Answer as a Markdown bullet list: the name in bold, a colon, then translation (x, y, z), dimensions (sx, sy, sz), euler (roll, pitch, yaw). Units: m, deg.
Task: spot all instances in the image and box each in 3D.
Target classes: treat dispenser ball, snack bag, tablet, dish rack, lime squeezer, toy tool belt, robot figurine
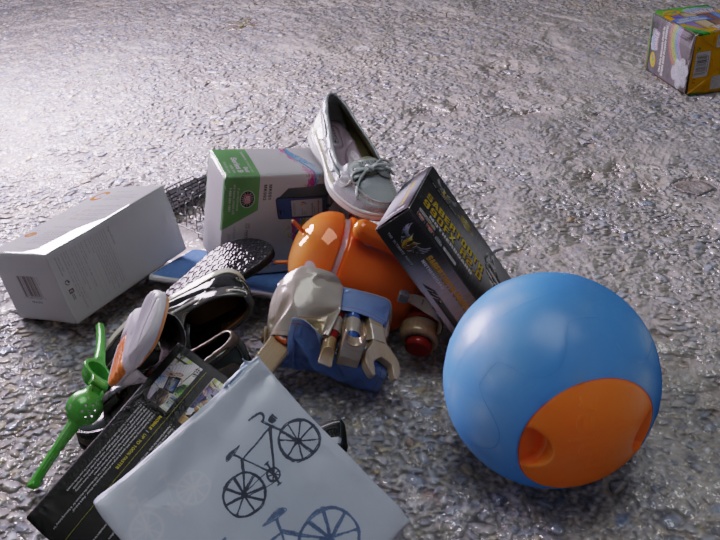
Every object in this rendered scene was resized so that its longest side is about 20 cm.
- **treat dispenser ball**: translation (0.178, 0.102, 0.808), dimensions (0.200, 0.202, 0.201), euler (-2, 33, 1)
- **snack bag**: translation (-0.090, 0.201, 0.701), dimensions (0.188, 0.021, 0.200), euler (-42, 85, -21)
- **tablet**: translation (-0.161, 0.005, 1.133), dimensions (0.199, 0.014, 0.130), euler (8, 19, 15)
- **dish rack**: translation (-0.223, -0.110, 1.302), dimensions (0.199, 0.055, 0.153), euler (23, 40, 34)
- **lime squeezer**: translation (-0.283, 0.128, 0.892), dimensions (0.038, 0.071, 0.201), euler (25, 49, -18)
- **toy tool belt**: translation (-0.013, 0.086, 0.940), dimensions (0.199, 0.125, 0.123), euler (15, 52, -3)
- **robot figurine**: translation (-0.001, 0.001, 1.024), dimensions (0.199, 0.117, 0.144), euler (20, 1, -11)

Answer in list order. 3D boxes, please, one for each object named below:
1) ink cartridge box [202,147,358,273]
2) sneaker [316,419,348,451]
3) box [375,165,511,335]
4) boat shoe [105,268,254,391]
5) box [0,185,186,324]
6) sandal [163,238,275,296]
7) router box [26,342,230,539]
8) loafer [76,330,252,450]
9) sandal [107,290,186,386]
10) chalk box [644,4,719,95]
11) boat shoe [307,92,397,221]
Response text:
- **ink cartridge box**: translation (-0.097, -0.080, 1.131), dimensions (0.199, 0.146, 0.088), euler (-5, 33, -25)
- **sneaker**: translation (-0.112, 0.159, 0.825), dimensions (0.199, 0.080, 0.087), euler (-7, 63, -9)
- **box**: translation (0.108, -0.006, 0.975), dimensions (0.048, 0.200, 0.158), euler (-31, 11, 24)
- **boat shoe**: translation (-0.208, 0.073, 0.959), dimensions (0.200, 0.072, 0.068), euler (-34, 37, -5)
- **box**: translation (-0.348, -0.025, 1.116), dimensions (0.124, 0.098, 0.200), euler (2, 30, 37)
- **sandal**: translation (-0.188, 0.029, 1.031), dimensions (0.200, 0.045, 0.075), euler (-36, 40, -9)
- **router box**: translation (-0.166, 0.184, 0.753), dimensions (0.149, 0.051, 0.200), euler (31, 69, 23)
- **loafer**: translation (-0.212, 0.120, 0.910), dimensions (0.199, 0.063, 0.072), euler (-24, 41, -13)
- **sandal**: translation (-0.199, 0.075, 0.834), dimensions (0.059, 0.207, 0.080), euler (20, 69, -19)
- **chalk box**: translation (0.646, -0.441, 1.683), dimensions (0.123, 0.125, 0.200), euler (-9, 35, -9)
- **boat shoe**: translation (-0.008, -0.137, 1.055), dimensions (0.074, 0.065, 0.202), euler (-5, 46, -23)
